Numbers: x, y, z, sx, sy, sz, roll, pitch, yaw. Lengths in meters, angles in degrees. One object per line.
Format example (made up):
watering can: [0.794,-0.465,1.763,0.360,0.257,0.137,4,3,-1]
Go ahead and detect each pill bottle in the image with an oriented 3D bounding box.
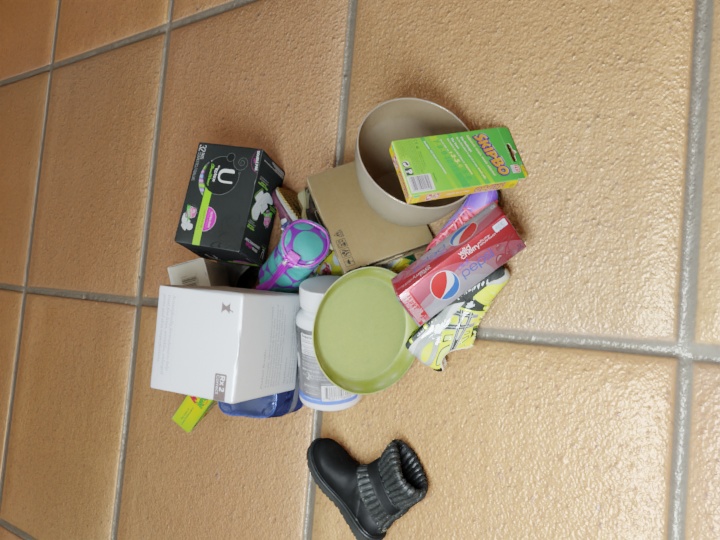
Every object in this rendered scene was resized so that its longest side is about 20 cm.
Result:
pill bottle: [-0.052,0.120,1.314,0.112,0.112,0.205,15,113,43]

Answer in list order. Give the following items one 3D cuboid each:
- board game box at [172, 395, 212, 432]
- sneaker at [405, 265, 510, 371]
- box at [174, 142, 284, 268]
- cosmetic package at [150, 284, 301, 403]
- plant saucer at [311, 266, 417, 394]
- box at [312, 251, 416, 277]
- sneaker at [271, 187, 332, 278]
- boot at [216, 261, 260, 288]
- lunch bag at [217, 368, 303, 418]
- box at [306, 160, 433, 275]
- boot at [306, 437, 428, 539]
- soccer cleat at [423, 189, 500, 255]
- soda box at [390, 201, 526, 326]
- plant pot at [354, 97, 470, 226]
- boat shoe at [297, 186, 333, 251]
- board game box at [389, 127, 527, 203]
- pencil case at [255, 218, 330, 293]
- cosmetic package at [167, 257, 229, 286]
board game box: [-0.292,0.222,1.569,0.047,0.102,0.201,38,114,2]
sneaker: [0.159,0.071,1.201,0.076,0.075,0.200,45,112,-1]
box: [-0.251,-0.125,1.522,0.145,0.124,0.205,8,78,18]
cosmetic package: [-0.214,0.114,1.287,0.161,0.199,0.169,5,89,24]
plant saucer: [0.008,0.095,1.254,0.031,0.196,0.205,11,91,64]
box: [0.000,0.000,1.368,0.200,0.048,0.119,-43,57,28]
sneaker: [-0.128,-0.072,1.483,0.091,0.074,0.201,-53,50,23]
boot: [-0.262,-0.074,1.614,0.201,0.071,0.185,52,131,42]
lunch bag: [-0.175,0.166,1.449,0.133,0.132,0.205,3,88,24]
box: [0.014,-0.099,1.312,0.021,0.160,0.203,88,161,-60]
boot: [0.011,0.322,1.281,0.212,0.079,0.159,48,123,25]
soccer cleat: [0.148,-0.048,1.214,0.068,0.072,0.202,44,114,38]
soda box: [0.142,-0.010,1.160,0.198,0.064,0.070,-37,21,9]
plant pot: [0.076,-0.149,1.242,0.135,0.196,0.204,116,141,-59]
boat shoe: [-0.066,-0.108,1.406,0.065,0.072,0.201,-49,36,17]
board game box: [0.148,-0.160,1.173,0.030,0.195,0.097,111,145,-62]
pencil case: [-0.118,-0.015,1.339,0.086,0.092,0.200,50,154,4]
cosmetic package: [-0.297,0.040,1.486,0.071,0.200,0.106,-14,85,-1]
